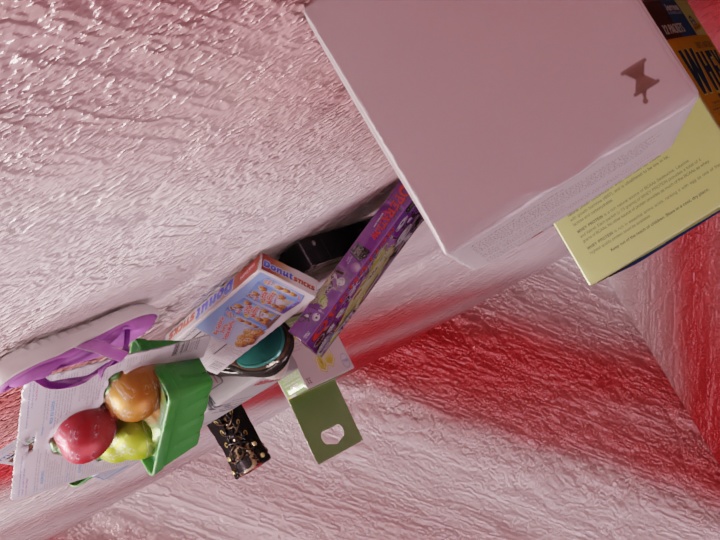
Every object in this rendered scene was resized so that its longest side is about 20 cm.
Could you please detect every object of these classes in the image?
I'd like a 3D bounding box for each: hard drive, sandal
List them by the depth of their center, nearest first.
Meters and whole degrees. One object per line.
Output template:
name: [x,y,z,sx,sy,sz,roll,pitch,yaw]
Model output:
sandal: [-0.255,0.083,1.261,0.082,0.050,0.202,-36,171,37]
hard drive: [-0.053,-0.002,1.567,0.139,0.038,0.200,-35,173,31]

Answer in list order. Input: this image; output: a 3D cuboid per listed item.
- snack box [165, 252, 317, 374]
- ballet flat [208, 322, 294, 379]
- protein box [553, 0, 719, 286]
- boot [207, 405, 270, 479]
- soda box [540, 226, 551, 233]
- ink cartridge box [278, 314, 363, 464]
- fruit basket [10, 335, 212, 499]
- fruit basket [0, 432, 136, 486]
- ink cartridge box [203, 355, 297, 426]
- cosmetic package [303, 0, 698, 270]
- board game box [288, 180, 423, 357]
snack box: [-0.130,0.050,1.481,0.200,0.072,0.024,-38,-145,43]
ballet flat: [-0.124,0.092,1.590,0.068,0.069,0.199,30,159,-36]
protein box: [0.277,-0.129,1.386,0.198,0.201,0.135,-35,171,32]
boot: [-0.201,0.237,2.119,0.073,0.151,0.200,-29,173,-5]
soda box: [0.259,-0.108,1.874,0.070,0.064,0.200,-32,-176,40]
ink cartridge box: [-0.057,0.161,1.994,0.048,0.201,0.145,-32,173,28]
fruit basket: [-0.257,0.144,1.421,0.198,0.094,0.186,-10,139,-27]
fruit basket: [-0.303,0.181,1.573,0.184,0.094,0.200,-31,169,5]
ink cartridge box: [-0.196,0.143,1.776,0.199,0.083,0.147,-31,172,11]
cosmetic package: [0.089,-0.115,0.860,0.167,0.167,0.200,-31,173,5]
board game box: [0.000,0.000,1.496,0.201,0.032,0.120,-53,164,-4]
